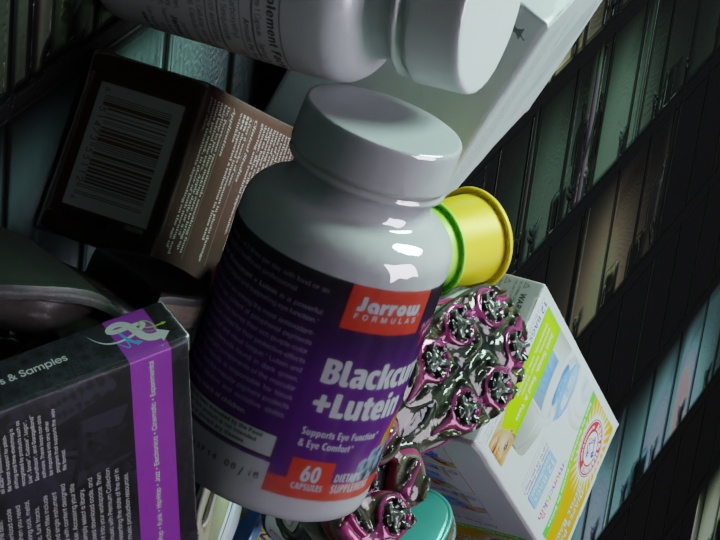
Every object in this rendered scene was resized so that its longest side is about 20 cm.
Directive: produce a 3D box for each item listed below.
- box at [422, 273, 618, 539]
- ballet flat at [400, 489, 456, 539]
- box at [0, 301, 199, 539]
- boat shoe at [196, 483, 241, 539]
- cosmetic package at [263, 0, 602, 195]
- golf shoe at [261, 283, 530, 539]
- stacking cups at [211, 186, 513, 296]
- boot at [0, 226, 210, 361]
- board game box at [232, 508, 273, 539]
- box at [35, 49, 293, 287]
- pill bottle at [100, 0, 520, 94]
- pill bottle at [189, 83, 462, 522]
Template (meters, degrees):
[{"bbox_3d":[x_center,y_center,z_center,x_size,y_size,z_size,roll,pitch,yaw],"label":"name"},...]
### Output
[{"bbox_3d":[0.073,0.087,1.724,0.113,0.101,0.200,-65,152,-20],"label":"box"},{"bbox_3d":[-0.020,0.190,1.573,0.200,0.074,0.075,-34,139,-43],"label":"ballet flat"},{"bbox_3d":[-0.173,0.107,1.336,0.199,0.036,0.144,-21,135,-23],"label":"box"},{"bbox_3d":[-0.117,0.173,1.483,0.062,0.072,0.201,71,30,-53],"label":"boat shoe"},{"bbox_3d":[0.059,-0.152,1.682,0.200,0.123,0.200,-57,176,40],"label":"cosmetic package"},{"bbox_3d":[0.017,0.078,1.567,0.200,0.092,0.073,-47,114,-35],"label":"golf shoe"},{"bbox_3d":[0.000,0.000,1.558,0.199,0.060,0.061,-16,124,-46],"label":"stacking cups"},{"bbox_3d":[-0.167,0.074,1.376,0.199,0.069,0.175,10,110,-43],"label":"boot"},{"bbox_3d":[-0.047,0.210,1.632,0.196,0.056,0.201,43,64,-50],"label":"board game box"},{"bbox_3d":[-0.092,-0.047,1.525,0.101,0.075,0.200,-71,160,-2],"label":"box"},{"bbox_3d":[-0.025,-0.157,1.412,0.114,0.199,0.115,18,90,-71],"label":"pill bottle"},{"bbox_3d":[-0.019,0.014,1.417,0.111,0.111,0.201,-29,142,-63],"label":"pill bottle"}]
